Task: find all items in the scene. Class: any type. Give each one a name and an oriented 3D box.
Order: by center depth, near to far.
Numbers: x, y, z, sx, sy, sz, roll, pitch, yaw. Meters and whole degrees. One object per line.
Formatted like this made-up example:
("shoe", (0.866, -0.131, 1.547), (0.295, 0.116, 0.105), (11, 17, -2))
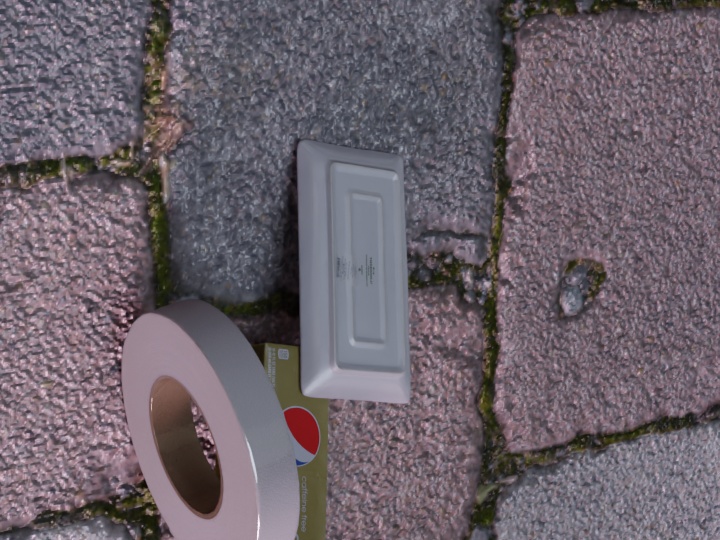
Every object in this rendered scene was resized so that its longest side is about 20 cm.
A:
("tape roll", (-0.111, 0.122, 1.293), (0.037, 0.202, 0.204), (-18, 113, -30))
("soda box", (-0.069, 0.160, 1.375), (0.064, 0.068, 0.202), (8, 78, -37))
("tray", (0.000, 0.000, 1.401), (0.107, 0.022, 0.202), (6, 77, -36))
